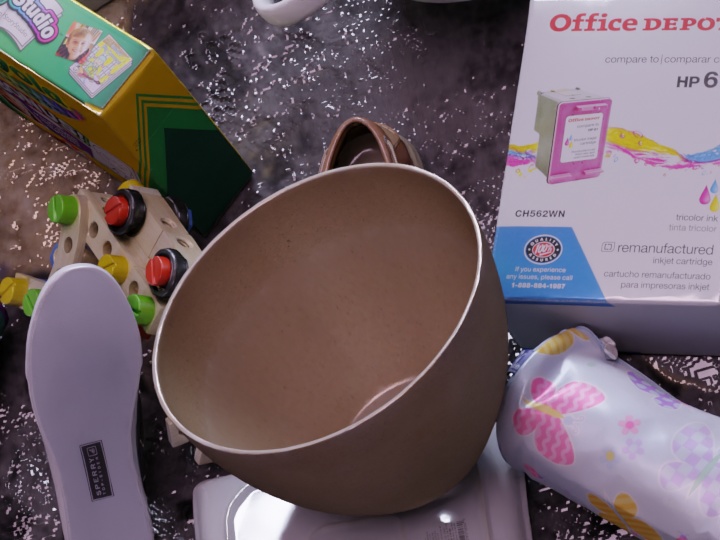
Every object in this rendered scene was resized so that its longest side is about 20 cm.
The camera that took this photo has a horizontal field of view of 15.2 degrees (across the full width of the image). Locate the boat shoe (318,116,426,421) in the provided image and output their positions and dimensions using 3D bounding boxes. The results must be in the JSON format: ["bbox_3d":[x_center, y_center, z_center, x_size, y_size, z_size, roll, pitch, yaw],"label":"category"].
[{"bbox_3d":[0.000,0.000,1.627,0.076,0.072,0.200,-10,66,16],"label":"boat shoe"}]

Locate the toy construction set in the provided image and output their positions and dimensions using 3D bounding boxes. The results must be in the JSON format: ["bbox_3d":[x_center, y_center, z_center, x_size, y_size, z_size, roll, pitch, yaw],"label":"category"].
[{"bbox_3d":[-0.135,0.024,1.645,0.200,0.092,0.131,43,117,29],"label":"toy construction set"}]

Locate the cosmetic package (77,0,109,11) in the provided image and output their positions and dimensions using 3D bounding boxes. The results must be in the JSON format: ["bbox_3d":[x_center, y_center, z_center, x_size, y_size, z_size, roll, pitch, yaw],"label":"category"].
[{"bbox_3d":[-0.150,-0.261,1.800,0.200,0.071,0.105,-33,61,4],"label":"cosmetic package"}]

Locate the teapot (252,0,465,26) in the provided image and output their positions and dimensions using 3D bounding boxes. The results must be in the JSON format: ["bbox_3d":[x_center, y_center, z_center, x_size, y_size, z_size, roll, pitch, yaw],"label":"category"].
[{"bbox_3d":[0.031,-0.255,1.688,0.146,0.200,0.198,6,100,60],"label":"teapot"}]

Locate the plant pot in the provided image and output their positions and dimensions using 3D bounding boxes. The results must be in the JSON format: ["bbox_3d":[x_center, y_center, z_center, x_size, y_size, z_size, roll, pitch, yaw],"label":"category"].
[{"bbox_3d":[0.003,0.059,1.508,0.200,0.135,0.201,-18,44,18],"label":"plant pot"}]

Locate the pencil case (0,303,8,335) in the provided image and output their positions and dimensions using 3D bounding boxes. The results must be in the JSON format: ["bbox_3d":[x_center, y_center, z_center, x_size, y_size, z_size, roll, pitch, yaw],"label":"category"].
[{"bbox_3d":[-0.283,0.102,1.681,0.085,0.092,0.200,17,70,-9],"label":"pencil case"}]

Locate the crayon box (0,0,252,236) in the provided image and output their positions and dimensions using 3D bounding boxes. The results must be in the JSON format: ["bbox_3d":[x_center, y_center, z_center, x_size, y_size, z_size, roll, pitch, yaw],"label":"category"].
[{"bbox_3d":[-0.182,-0.122,1.692,0.200,0.173,0.058,33,81,29],"label":"crayon box"}]

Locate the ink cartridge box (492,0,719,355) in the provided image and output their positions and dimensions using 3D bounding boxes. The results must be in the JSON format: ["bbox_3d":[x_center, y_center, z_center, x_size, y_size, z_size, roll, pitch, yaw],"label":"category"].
[{"bbox_3d":[0.163,-0.059,1.587,0.144,0.085,0.200,1,67,21],"label":"ink cartridge box"}]

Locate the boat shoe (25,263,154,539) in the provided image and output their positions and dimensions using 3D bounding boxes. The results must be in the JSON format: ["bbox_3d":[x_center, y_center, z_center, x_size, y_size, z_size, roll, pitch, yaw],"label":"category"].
[{"bbox_3d":[-0.158,0.090,1.606,0.070,0.066,0.200,-12,104,-9],"label":"boat shoe"}]

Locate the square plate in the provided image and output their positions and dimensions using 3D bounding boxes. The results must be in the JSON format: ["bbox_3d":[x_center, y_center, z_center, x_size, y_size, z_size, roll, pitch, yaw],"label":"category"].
[{"bbox_3d":[0.001,0.169,1.526,0.198,0.028,0.200,-12,43,5],"label":"square plate"}]

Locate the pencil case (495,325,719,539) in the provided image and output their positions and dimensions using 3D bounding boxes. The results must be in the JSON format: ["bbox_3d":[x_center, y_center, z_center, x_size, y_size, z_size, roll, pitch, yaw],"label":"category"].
[{"bbox_3d":[0.173,0.108,1.511,0.200,0.083,0.091,29,66,29],"label":"pencil case"}]
